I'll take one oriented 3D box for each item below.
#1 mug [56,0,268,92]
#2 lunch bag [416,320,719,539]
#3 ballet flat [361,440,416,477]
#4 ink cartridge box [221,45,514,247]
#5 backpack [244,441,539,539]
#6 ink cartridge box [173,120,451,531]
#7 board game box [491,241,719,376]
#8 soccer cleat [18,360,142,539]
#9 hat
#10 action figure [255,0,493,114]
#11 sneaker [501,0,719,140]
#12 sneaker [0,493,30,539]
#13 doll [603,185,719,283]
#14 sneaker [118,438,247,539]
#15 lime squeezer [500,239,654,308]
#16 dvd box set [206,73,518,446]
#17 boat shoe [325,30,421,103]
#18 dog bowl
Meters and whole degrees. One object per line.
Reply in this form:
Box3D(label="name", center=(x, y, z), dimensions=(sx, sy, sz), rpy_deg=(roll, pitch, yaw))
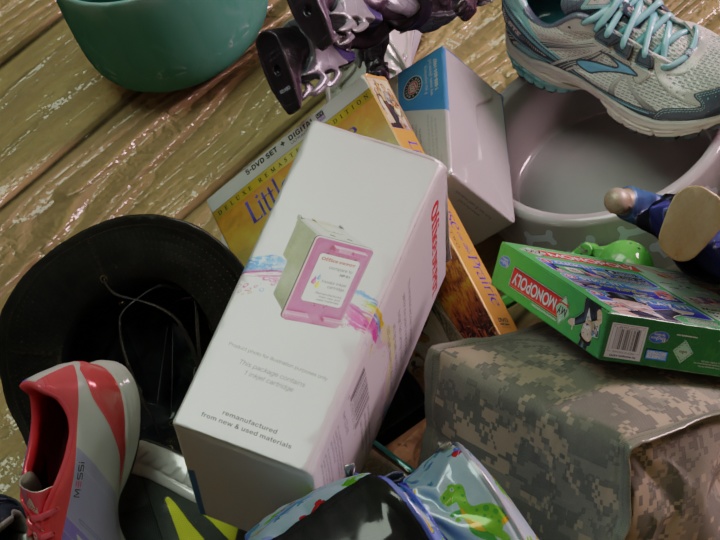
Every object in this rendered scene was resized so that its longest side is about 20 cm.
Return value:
Box3D(label="mug", center=(-0.132, -0.214, 1.789), dimensions=(0.185, 0.115, 0.152), rpy_deg=(-23, 42, 0))
Box3D(label="lunch bag", center=(0.155, 0.096, 1.345), dimensions=(0.200, 0.118, 0.164), rpy_deg=(-13, 26, -40))
Box3D(label="ballet flat", center=(-0.025, 0.110, 1.415), dimensions=(0.200, 0.067, 0.062), rpy_deg=(38, 82, 18))
Box3D(label="ink cartridge box", center=(0.001, -0.044, 1.560), dimensions=(0.200, 0.068, 0.115), rpy_deg=(-30, 42, 30))
Box3D(label="backpack", center=(0.030, 0.181, 1.193), dimensions=(0.147, 0.183, 0.200), rpy_deg=(-31, 1, -9))
Box3D(label="ink cartridge box", center=(-0.022, 0.039, 1.328), dimensions=(0.084, 0.145, 0.200), rpy_deg=(20, 67, 11))
Box3D(label="board game box", center=(0.191, 0.029, 1.351), dimensions=(0.200, 0.029, 0.135), rpy_deg=(9, 12, -25))
Box3D(label="soccer cleat", center=(-0.172, 0.153, 1.400), dimensions=(0.068, 0.073, 0.201), rpy_deg=(5, 94, 42))
Box3D(label="hat", center=(-0.132, 0.054, 1.533), dimensions=(0.200, 0.201, 0.081), rpy_deg=(-4, 7, 20))
Box3D(label="action figure", center=(0.021, -0.164, 1.529), dimensions=(0.200, 0.130, 0.069), rpy_deg=(-21, 74, -45))
Box3D(label="sneaker", center=(0.166, -0.147, 1.525), dimensions=(0.200, 0.086, 0.078), rpy_deg=(19, 58, 37))
Box3D(label="sneaker", center=(-0.289, 0.207, 1.465), dimensions=(0.146, 0.077, 0.202), rpy_deg=(17, 55, 39))
Box3D(label="doll", center=(0.206, -0.017, 1.380), dimensions=(0.136, 0.200, 0.049), rpy_deg=(28, 94, 1))
Box3D(label="sneaker", center=(-0.076, 0.174, 1.423), dimensions=(0.200, 0.074, 0.085), rpy_deg=(21, 77, 38))
Box3D(label="lime squeezer", center=(0.144, 0.016, 1.486), dimensions=(0.200, 0.071, 0.038), rpy_deg=(0, 15, 23))
Box3D(label="dvd box set", center=(0.000, 0.000, 1.472), dimensions=(0.146, 0.029, 0.200), rpy_deg=(-36, 68, 26))
Box3D(label="boat shoe", center=(0.006, -0.157, 1.691), dimensions=(0.074, 0.086, 0.202), rpy_deg=(-6, 45, 18))
Box3D(label="dog bowl", center=(0.164, -0.075, 1.562), dimensions=(0.200, 0.059, 0.200), rpy_deg=(-12, 43, 12))
